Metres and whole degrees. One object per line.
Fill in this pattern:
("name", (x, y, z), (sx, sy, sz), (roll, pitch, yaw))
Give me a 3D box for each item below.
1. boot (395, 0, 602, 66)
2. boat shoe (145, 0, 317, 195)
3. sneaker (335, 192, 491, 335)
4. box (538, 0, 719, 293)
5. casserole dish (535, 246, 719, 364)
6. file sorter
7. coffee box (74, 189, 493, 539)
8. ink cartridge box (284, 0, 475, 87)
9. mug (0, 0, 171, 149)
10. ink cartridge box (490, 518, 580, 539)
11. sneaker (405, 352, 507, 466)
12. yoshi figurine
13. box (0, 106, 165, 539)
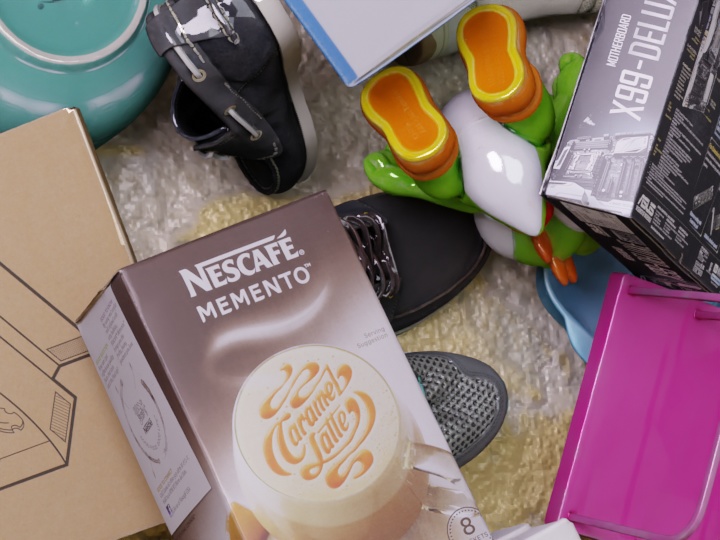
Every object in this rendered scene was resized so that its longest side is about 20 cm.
("boot", (0.062, -0.223, 1.469), (0.154, 0.072, 0.201), (-16, 91, -26))
("boat shoe", (-0.065, -0.088, 1.328), (0.068, 0.200, 0.072), (-35, 70, -9))
("sneaker", (0.000, 0.000, 1.374), (0.199, 0.106, 0.075), (-19, 88, -28))
("box", (0.164, -0.082, 1.370), (0.050, 0.200, 0.158), (15, 84, 24))
("casserole dish", (0.169, -0.021, 1.495), (0.121, 0.039, 0.200), (40, 67, -13))
("file sorter", (0.226, 0.099, 1.420), (0.199, 0.125, 0.140), (19, 84, -29))
("coffee box", (-0.032, 0.082, 1.216), (0.114, 0.080, 0.201), (-22, 80, -26))
("ink cartridge box", (-0.012, -0.172, 1.311), (0.084, 0.200, 0.145), (-37, 94, 5))
("mug", (-0.170, -0.116, 1.315), (0.152, 0.114, 0.186), (31, 68, -16))
("ink cartridge box", (0.055, 0.245, 1.328), (0.147, 0.145, 0.201), (-23, 90, -26))
("sneaker", (-0.006, 0.080, 1.355), (0.199, 0.091, 0.078), (-10, 85, -26))
("yoshi figurine", (0.068, -0.068, 1.364), (0.112, 0.112, 0.200), (-69, 153, -13))
("box", (-0.174, 0.043, 1.277), (0.163, 0.021, 0.201), (-20, 96, 6))
